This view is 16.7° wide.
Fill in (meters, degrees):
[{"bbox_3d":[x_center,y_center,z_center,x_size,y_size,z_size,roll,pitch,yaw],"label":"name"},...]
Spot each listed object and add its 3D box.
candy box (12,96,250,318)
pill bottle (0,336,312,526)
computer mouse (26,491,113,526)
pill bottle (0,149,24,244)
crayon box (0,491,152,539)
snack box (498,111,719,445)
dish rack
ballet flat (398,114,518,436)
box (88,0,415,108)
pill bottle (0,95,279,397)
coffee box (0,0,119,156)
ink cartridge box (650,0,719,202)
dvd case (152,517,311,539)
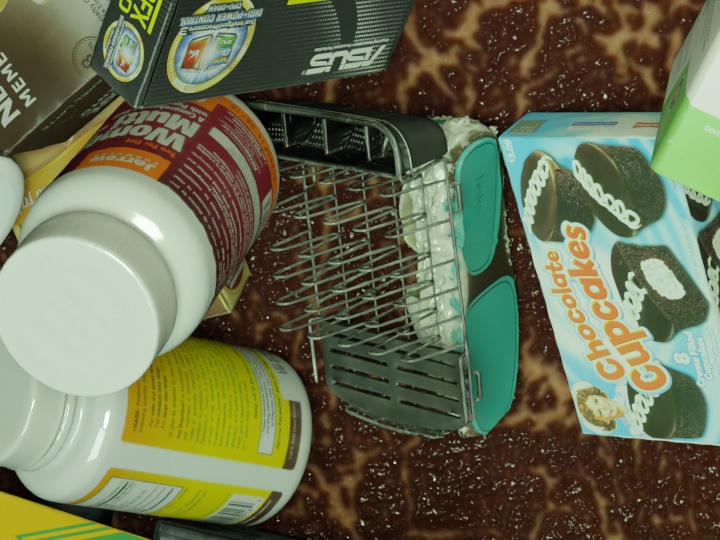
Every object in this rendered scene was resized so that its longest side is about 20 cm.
[{"bbox_3d":[-0.155,-0.060,1.461,0.115,0.055,0.201,-13,112,19],"label":"candy box"},{"bbox_3d":[-0.133,0.088,1.450,0.199,0.110,0.109,13,130,-41],"label":"pill bottle"},{"bbox_3d":[-0.201,0.203,1.615,0.058,0.034,0.201,13,126,-1],"label":"computer mouse"},{"bbox_3d":[-0.295,-0.084,1.426,0.200,0.106,0.107,42,123,22],"label":"pill bottle"},{"bbox_3d":[-0.204,0.191,1.527,0.199,0.052,0.126,21,150,-18],"label":"crayon box"},{"bbox_3d":[0.159,0.005,1.408,0.116,0.037,0.201,2,121,39],"label":"snack box"},{"bbox_3d":[0.000,0.000,1.409,0.153,0.054,0.202,13,116,50],"label":"dish rack"},{"bbox_3d":[0.055,-0.002,1.446,0.071,0.072,0.201,3,116,12],"label":"ballet flat"},{"bbox_3d":[-0.036,-0.173,1.297,0.044,0.199,0.161,41,123,29],"label":"box"},{"bbox_3d":[-0.120,-0.019,1.325,0.109,0.200,0.110,6,117,13],"label":"pill bottle"},{"bbox_3d":[-0.198,-0.178,1.356,0.114,0.080,0.201,-37,85,19],"label":"coffee box"},{"bbox_3d":[0.233,-0.146,1.271,0.084,0.146,0.201,25,121,0],"label":"ink cartridge box"},{"bbox_3d":[-0.021,0.181,1.514,0.198,0.143,0.018,13,87,7],"label":"dvd case"}]
